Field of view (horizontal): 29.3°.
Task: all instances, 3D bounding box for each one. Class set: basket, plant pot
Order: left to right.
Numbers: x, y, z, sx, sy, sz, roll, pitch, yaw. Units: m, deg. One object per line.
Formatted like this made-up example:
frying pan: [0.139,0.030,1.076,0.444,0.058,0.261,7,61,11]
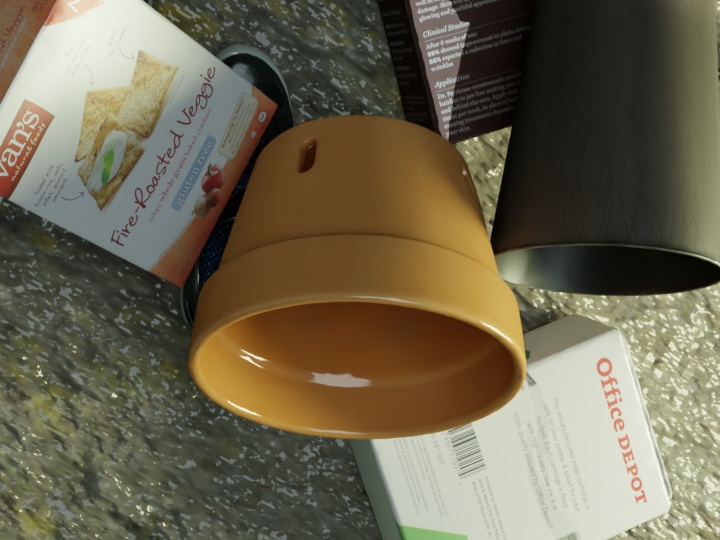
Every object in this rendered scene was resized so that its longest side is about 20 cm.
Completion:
plant pot: [0.000,0.002,0.837,0.198,0.200,0.141,11,60,-16]
basket: [0.161,-0.096,0.877,0.135,0.180,0.202,12,78,-23]

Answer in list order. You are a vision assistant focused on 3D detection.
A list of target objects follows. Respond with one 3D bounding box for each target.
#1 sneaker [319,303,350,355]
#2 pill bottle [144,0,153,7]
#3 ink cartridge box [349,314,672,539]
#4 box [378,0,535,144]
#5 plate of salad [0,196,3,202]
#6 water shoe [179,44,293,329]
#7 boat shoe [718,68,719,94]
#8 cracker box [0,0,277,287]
sneaker: [0.000,0.000,0.963,0.066,0.079,0.200,38,81,14]
pill bottle: [-0.182,-0.197,0.858,0.115,0.116,0.202,10,94,-16]
ink cartridge box: [0.105,0.136,0.993,0.198,0.084,0.148,-21,102,-12]
box: [0.065,-0.194,0.951,0.099,0.075,0.202,-16,102,-13]
plate of salad: [-0.291,-0.102,0.828,0.198,0.048,0.202,4,101,23]
water shoe: [-0.077,-0.050,0.924,0.071,0.079,0.202,4,95,-16]
boat shoe: [0.271,-0.119,1.023,0.198,0.057,0.068,-8,98,-14]
cracker box: [-0.148,-0.086,0.811,0.200,0.057,0.135,31,85,-55]
